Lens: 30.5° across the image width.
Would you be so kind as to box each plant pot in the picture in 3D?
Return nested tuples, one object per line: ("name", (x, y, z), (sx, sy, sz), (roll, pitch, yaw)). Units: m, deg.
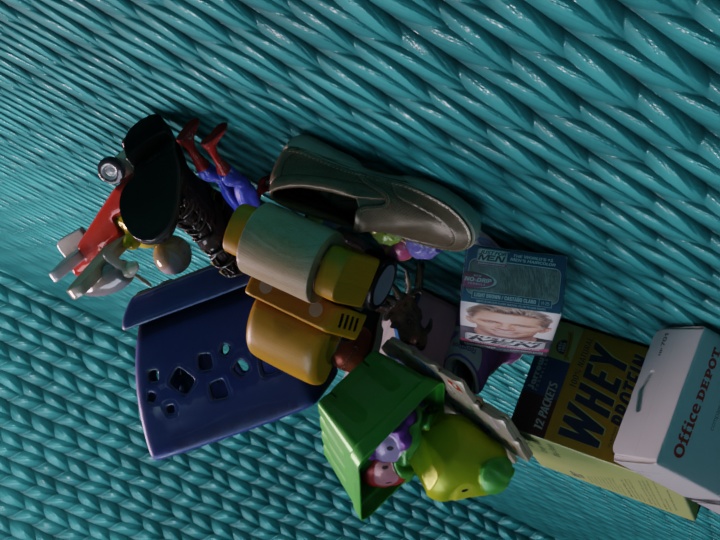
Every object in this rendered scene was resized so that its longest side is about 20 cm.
("plant pot", (-0.153, 0.083, 1.503), (0.198, 0.182, 0.200), (-19, -177, 8))

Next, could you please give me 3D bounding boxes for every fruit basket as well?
("fruit basket", (0.061, 0.207, 1.477), (0.215, 0.155, 0.216), (43, 161, 19))

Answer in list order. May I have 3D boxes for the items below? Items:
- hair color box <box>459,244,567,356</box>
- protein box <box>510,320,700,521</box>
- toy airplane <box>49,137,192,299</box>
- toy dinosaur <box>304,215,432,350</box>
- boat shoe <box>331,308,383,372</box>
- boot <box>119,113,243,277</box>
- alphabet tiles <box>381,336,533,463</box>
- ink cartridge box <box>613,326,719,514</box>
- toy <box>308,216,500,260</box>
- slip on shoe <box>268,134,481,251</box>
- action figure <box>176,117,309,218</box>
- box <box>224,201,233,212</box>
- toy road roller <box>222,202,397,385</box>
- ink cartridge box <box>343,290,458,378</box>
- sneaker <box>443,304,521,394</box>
("hair color box", (0.150, 0.034, 1.334), (0.098, 0.061, 0.200), (7, 165, 6))
("protein box", (0.300, 0.172, 1.509), (0.198, 0.136, 0.199), (17, 166, 24))
("toy airplane", (-0.258, -0.037, 1.493), (0.140, 0.201, 0.199), (36, 167, -5))
("toy dinosaur", (0.000, 0.000, 1.464), (0.135, 0.087, 0.200), (11, 159, 45))
("boat shoe", (-0.008, 0.057, 1.580), (0.062, 0.072, 0.201), (26, -153, -8))
("boot", (-0.168, -0.053, 1.349), (0.069, 0.201, 0.175), (-26, 129, 13))
("alphabet tiles", (0.108, 0.145, 1.488), (0.199, 0.015, 0.196), (31, 165, 41))
("ink cartridge box", (0.371, 0.162, 1.314), (0.198, 0.148, 0.086), (27, 168, -18))
("toy", (0.030, -0.040, 1.312), (0.198, 0.048, 0.115), (15, 167, 35))
("slip on shoe", (0.011, -0.058, 1.205), (0.198, 0.061, 0.076), (26, 145, 4))
("action figure", (-0.102, -0.085, 1.358), (0.065, 0.099, 0.201), (16, 144, 41))
("box", (-0.122, -0.031, 1.672), (0.198, 0.033, 0.121), (28, 167, -24))
("toy road roller", (-0.058, 0.028, 1.273), (0.122, 0.148, 0.200), (23, 180, 20))
("ink cartridge box", (0.053, 0.114, 1.694), (0.083, 0.146, 0.200), (25, 168, -12))
("sneaker", (0.140, 0.102, 1.563), (0.072, 0.116, 0.200), (15, 167, 24))
